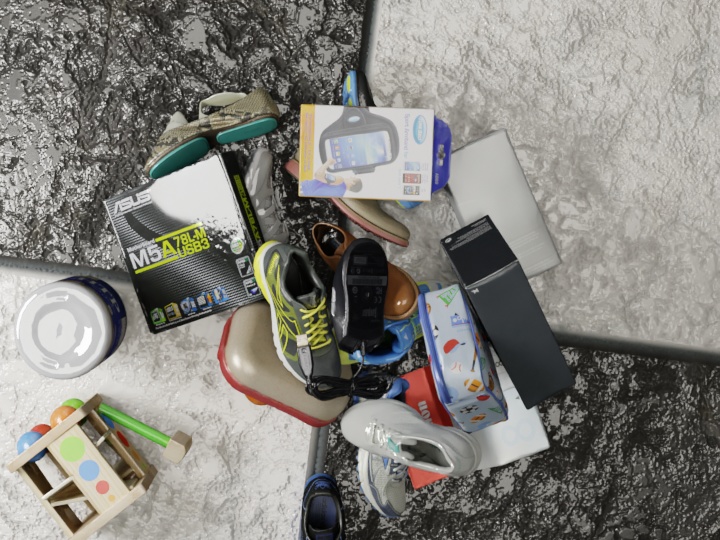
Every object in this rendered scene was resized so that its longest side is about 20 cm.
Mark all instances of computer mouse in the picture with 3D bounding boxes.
[{"bbox_3d":[-0.028,0.063,1.446,0.139,0.046,0.203,-5,94,-37],"label":"computer mouse"}]

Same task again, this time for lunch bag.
[{"bbox_3d":[0.129,0.112,1.497,0.075,0.200,0.162,-18,63,7],"label":"lunch bag"}]

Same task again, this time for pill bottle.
[{"bbox_3d":[-0.364,0.068,1.510,0.118,0.200,0.122,0,93,-3],"label":"pill bottle"}]

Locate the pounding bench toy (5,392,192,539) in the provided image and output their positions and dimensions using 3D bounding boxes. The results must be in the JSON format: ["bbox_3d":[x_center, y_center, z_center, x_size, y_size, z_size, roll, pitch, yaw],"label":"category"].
[{"bbox_3d":[-0.343,0.234,1.558,0.199,0.124,0.157,-37,94,0],"label":"pounding bench toy"}]

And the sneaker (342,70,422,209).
[{"bbox_3d":[0.039,-0.183,1.585,0.082,0.071,0.201,-32,99,-7],"label":"sneaker"}]

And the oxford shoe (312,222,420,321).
[{"bbox_3d":[0.000,0.000,1.529,0.072,0.071,0.199,-52,50,-2],"label":"oxford shoe"}]

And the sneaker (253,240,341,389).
[{"bbox_3d":[-0.074,0.058,1.473,0.074,0.084,0.202,-28,99,-25],"label":"sneaker"}]

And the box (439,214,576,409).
[{"bbox_3d":[0.186,0.052,1.486,0.078,0.142,0.201,-26,118,5],"label":"box"}]

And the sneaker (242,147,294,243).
[{"bbox_3d":[-0.128,-0.065,1.585,0.081,0.075,0.203,3,104,-9],"label":"sneaker"}]

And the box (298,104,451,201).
[{"bbox_3d":[0.019,-0.153,1.526,0.197,0.041,0.121,2,97,5],"label":"box"}]

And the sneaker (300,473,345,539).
[{"bbox_3d":[-0.053,0.383,1.603,0.069,0.078,0.203,-4,93,-2],"label":"sneaker"}]

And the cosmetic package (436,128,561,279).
[{"bbox_3d":[0.183,-0.080,1.586,0.106,0.090,0.202,-22,91,0],"label":"cosmetic package"}]

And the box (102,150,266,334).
[{"bbox_3d":[-0.223,-0.035,1.551,0.198,0.047,0.195,-17,96,24],"label":"box"}]

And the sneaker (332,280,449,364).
[{"bbox_3d":[0.059,0.078,1.554,0.199,0.105,0.077,-28,112,-23],"label":"sneaker"}]

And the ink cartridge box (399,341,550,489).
[{"bbox_3d":[0.143,0.198,1.617,0.198,0.047,0.162,-20,93,-3],"label":"ink cartridge box"}]

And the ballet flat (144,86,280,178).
[{"bbox_3d":[-0.207,-0.192,1.579,0.198,0.068,0.076,-25,72,-6],"label":"ballet flat"}]

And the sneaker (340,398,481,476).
[{"bbox_3d":[0.052,0.216,1.500,0.198,0.088,0.076,12,99,28],"label":"sneaker"}]

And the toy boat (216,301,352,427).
[{"bbox_3d":[-0.111,0.140,1.574,0.198,0.131,0.132,28,48,-20],"label":"toy boat"}]

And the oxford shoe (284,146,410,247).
[{"bbox_3d":[-0.005,-0.107,1.583,0.199,0.070,0.075,36,88,-4],"label":"oxford shoe"}]

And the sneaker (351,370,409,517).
[{"bbox_3d":[0.043,0.236,1.584,0.084,0.077,0.203,-5,97,31],"label":"sneaker"}]
